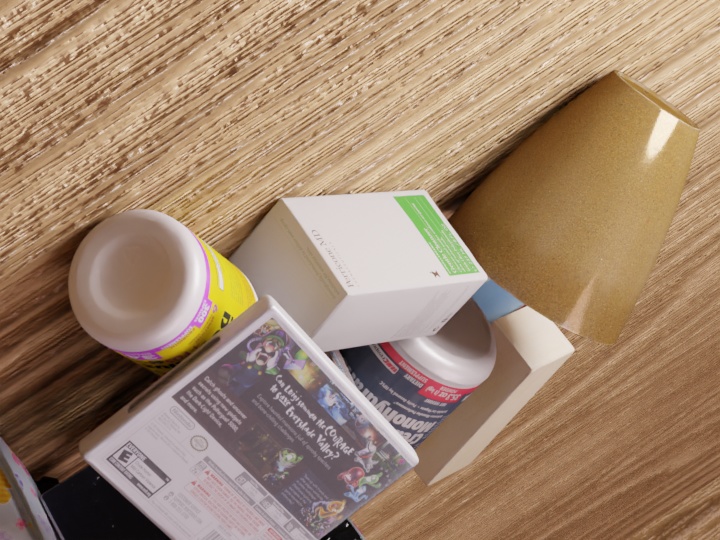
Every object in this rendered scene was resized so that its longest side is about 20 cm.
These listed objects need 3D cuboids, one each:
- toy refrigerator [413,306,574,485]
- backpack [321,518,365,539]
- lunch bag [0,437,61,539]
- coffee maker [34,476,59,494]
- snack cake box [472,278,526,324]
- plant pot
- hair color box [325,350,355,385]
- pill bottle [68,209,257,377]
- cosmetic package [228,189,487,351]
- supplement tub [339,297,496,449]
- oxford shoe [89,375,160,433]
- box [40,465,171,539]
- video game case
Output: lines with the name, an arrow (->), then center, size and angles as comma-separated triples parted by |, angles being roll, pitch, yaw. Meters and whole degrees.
toy refrigerator -> 0.118, 0.122, 1.934 | 0.076, 0.070, 0.200 | -21, 156, -47
backpack -> -0.083, 0.347, 2.153 | 0.200, 0.178, 0.151 | -43, 163, -9
lunch bag -> -0.294, 0.234, 1.545 | 0.127, 0.200, 0.170 | -32, 160, -9
coffee maker -> -0.282, 0.311, 1.745 | 0.134, 0.193, 0.200 | -13, 153, -9
snack cake box -> 0.128, 0.039, 1.957 | 0.199, 0.067, 0.115 | -31, 158, -10
plant pot -> 0.206, -0.069, 1.724 | 0.200, 0.186, 0.186 | -55, 155, 13
hair color box -> -0.098, 0.140, 1.733 | 0.199, 0.100, 0.061 | -28, 170, 5
pill bottle -> -0.138, 0.028, 1.474 | 0.104, 0.104, 0.200 | -36, 159, 4
cosmetic package -> 0.000, 0.000, 1.621 | 0.085, 0.108, 0.200 | -47, 158, 29
supplement tub -> 0.019, 0.101, 1.821 | 0.140, 0.141, 0.200 | -6, 145, -52
oxford shoe -> -0.157, 0.097, 1.678 | 0.199, 0.071, 0.071 | -32, 129, 0
box -> -0.136, 0.183, 1.605 | 0.199, 0.104, 0.182 | -31, 168, 0
video game case -> -0.081, 0.137, 1.464 | 0.182, 0.023, 0.200 | -38, 123, 6
